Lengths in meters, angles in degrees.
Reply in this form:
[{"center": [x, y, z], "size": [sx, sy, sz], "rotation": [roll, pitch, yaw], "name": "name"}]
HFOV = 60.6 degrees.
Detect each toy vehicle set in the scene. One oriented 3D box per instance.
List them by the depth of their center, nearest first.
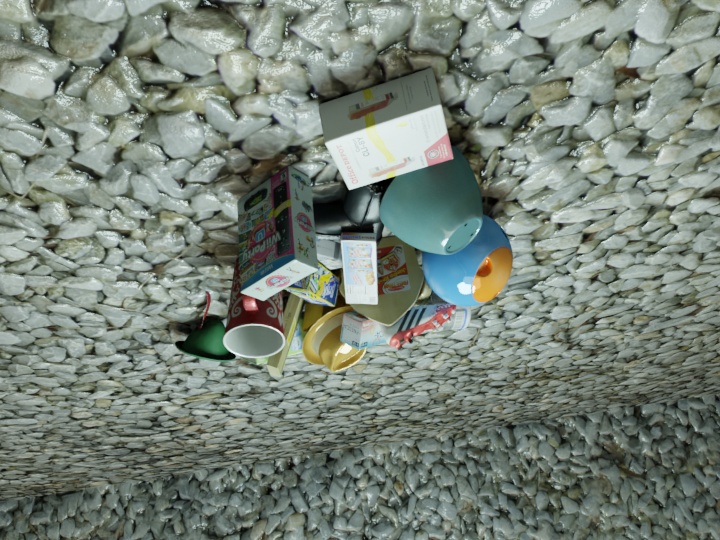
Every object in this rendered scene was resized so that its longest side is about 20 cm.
[{"center": [-0.170, 0.138, 1.433], "size": [0.026, 0.204, 0.125], "rotation": [17, 160, 2], "name": "toy vehicle set"}]

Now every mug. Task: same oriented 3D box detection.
[{"center": [-0.219, 0.058, 1.342], "size": [0.131, 0.203, 0.178], "rotation": [16, 138, -24], "name": "mug"}]

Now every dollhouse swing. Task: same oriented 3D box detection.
[{"center": [-0.006, 0.089, 1.522], "size": [0.173, 0.186, 0.198], "rotation": [-7, 159, 40], "name": "dollhouse swing"}]

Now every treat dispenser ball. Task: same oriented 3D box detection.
[{"center": [0.231, -0.025, 1.338], "size": [0.195, 0.205, 0.202], "rotation": [-7, 152, -4], "name": "treat dispenser ball"}]

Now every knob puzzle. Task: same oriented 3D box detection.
[{"center": [0.048, 0.029, 1.382], "size": [0.214, 0.225, 0.031], "rotation": [-9, 159, 0], "name": "knob puzzle"}]

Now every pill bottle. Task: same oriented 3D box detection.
[{"center": [0.186, 0.104, 1.648], "size": [0.195, 0.116, 0.114], "rotation": [-1, 151, -14], "name": "pill bottle"}]

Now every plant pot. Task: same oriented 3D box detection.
[{"center": [0.152, -0.110, 1.153], "size": [0.197, 0.136, 0.202], "rotation": [-29, 152, -17], "name": "plant pot"}]

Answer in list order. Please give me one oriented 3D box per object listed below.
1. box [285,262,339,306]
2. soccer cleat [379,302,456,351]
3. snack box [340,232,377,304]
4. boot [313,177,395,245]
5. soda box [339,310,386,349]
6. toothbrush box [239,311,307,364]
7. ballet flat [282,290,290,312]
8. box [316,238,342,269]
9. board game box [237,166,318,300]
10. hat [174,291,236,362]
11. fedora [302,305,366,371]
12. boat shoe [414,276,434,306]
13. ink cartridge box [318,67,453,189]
[{"center": [-0.105, 0.028, 1.361], "size": [0.063, 0.072, 0.200], "rotation": [7, 170, 16], "name": "box"}, {"center": [0.131, 0.106, 1.389], "size": [0.197, 0.086, 0.069], "rotation": [-25, 151, -24], "name": "soccer cleat"}, {"center": [0.000, 0.000, 1.275], "size": [0.070, 0.025, 0.202], "rotation": [3, 140, 5], "name": "snack box"}, {"center": [-0.028, -0.137, 1.198], "size": [0.195, 0.077, 0.170], "rotation": [13, 134, -6], "name": "boot"}, {"center": [0.042, 0.126, 1.431], "size": [0.063, 0.070, 0.198], "rotation": [19, -164, 38], "name": "soda box"}, {"center": [-0.202, 0.167, 1.570], "size": [0.196, 0.088, 0.145], "rotation": [-13, -175, -29], "name": "toothbrush box"}, {"center": [-0.203, 0.084, 1.529], "size": [0.067, 0.068, 0.201], "rotation": [34, 146, 4], "name": "ballet flat"}, {"center": [-0.129, -0.042, 1.314], "size": [0.197, 0.042, 0.154], "rotation": [13, 167, -36], "name": "box"}, {"center": [-0.157, -0.068, 1.143], "size": [0.146, 0.204, 0.064], "rotation": [-28, 147, 31], "name": "board game box"}, {"center": [-0.390, 0.134, 1.632], "size": [0.163, 0.181, 0.198], "rotation": [11, -176, -36], "name": "hat"}, {"center": [-0.044, 0.177, 1.483], "size": [0.196, 0.082, 0.203], "rotation": [-18, 137, -17], "name": "fedora"}, {"center": [0.140, 0.051, 1.465], "size": [0.061, 0.075, 0.200], "rotation": [17, 172, -8], "name": "boat shoe"}, {"center": [0.045, -0.231, 1.035], "size": [0.195, 0.085, 0.146], "rotation": [-15, 151, 10], "name": "ink cartridge box"}]
